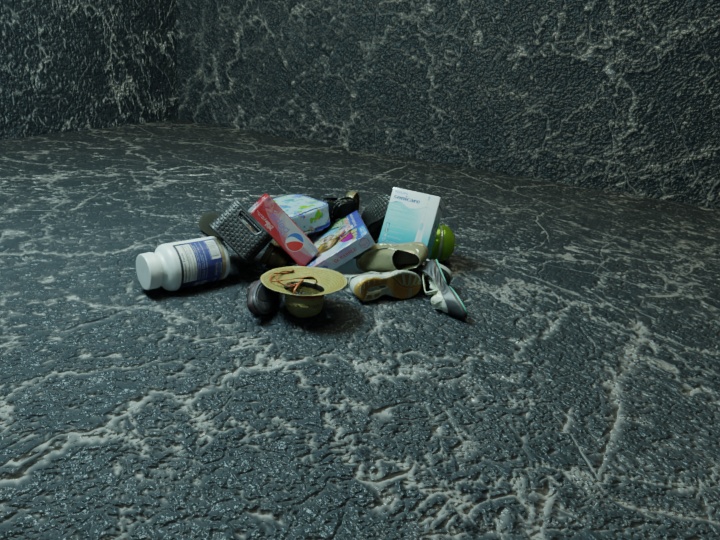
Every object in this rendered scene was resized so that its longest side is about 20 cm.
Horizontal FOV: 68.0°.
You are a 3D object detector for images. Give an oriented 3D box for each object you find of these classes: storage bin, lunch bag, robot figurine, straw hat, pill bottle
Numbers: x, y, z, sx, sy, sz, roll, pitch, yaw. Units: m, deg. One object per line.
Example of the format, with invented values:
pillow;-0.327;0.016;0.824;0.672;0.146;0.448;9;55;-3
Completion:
storage bin;-0.309;-0.096;1.385;0.135;0.094;0.200;45;-9;-9
lunch bag;-0.189;-0.161;1.548;0.159;0.084;0.199;-24;30;-32
robot figurine;0.200;-0.089;1.639;0.196;0.118;0.176;6;10;-3
straw hat;-0.129;0.059;1.217;0.197;0.086;0.201;3;18;-1
pill bottle;-0.423;-0.014;1.277;0.198;0.113;0.110;-15;30;-43

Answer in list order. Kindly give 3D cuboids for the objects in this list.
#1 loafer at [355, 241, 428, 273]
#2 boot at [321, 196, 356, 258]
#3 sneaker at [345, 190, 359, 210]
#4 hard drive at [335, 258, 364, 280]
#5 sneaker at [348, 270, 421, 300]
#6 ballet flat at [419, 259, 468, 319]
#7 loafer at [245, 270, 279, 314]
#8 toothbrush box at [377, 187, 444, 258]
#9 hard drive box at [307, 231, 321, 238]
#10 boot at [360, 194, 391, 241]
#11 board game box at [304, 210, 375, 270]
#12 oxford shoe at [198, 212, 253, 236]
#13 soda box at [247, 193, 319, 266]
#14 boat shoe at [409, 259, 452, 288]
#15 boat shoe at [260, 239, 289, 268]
loafer;0.079;-0.032;1.397;0.197;0.077;0.068;-11;17;15
boot;-0.027;-0.130;1.599;0.197;0.171;0.077;8;17;3
sneaker;-0.053;-0.182;1.704;0.089;0.201;0.068;22;58;17
hard drive;0.000;0.000;1.481;0.197;0.027;0.132;-1;23;-17
sneaker;0.061;0.027;1.367;0.197;0.077;0.087;0;15;-27
ballet flat;0.199;0.055;1.337;0.072;0.074;0.201;-3;44;-22
loafer;-0.234;0.058;1.236;0.062;0.073;0.200;-20;15;10
toothbrush box;0.143;-0.122;1.537;0.144;0.203;0.085;14;-2;19
hard drive box;-0.171;-0.142;1.718;0.154;0.078;0.200;-6;25;-28
boot;0.059;-0.166;1.680;0.131;0.199;0.070;-5;63;-53
board game box;-0.069;-0.071;1.469;0.198;0.041;0.200;-32;25;3
oxford shoe;-0.414;-0.127;1.650;0.197;0.072;0.071;16;-4;24
soda box;-0.199;-0.103;1.389;0.070;0.200;0.063;-44;22;-3
boat shoe;0.150;-0.005;1.447;0.197;0.076;0.061;19;44;14
boat shoe;-0.230;-0.045;1.487;0.067;0.072;0.200;31;14;-9
